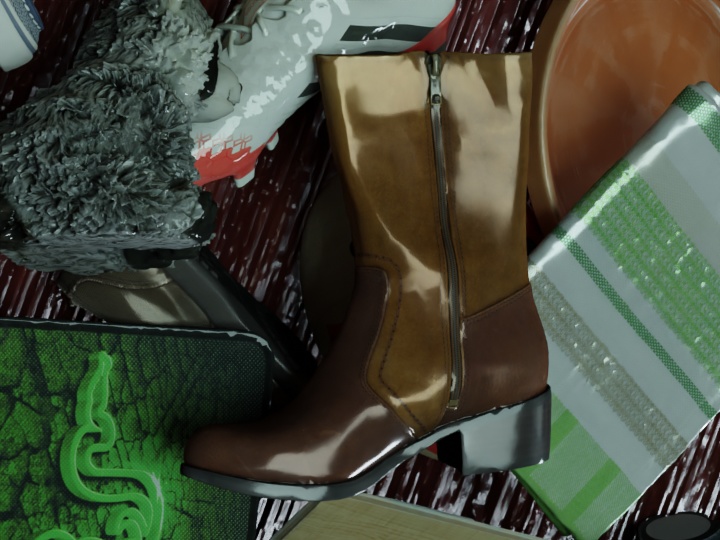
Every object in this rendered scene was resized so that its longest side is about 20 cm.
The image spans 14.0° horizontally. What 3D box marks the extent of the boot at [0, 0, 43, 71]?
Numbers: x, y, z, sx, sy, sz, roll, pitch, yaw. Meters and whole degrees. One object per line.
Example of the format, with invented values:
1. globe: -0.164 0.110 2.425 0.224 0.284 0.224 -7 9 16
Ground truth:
1. boot: -0.162 -0.191 1.285 0.090 0.073 0.200 -26 114 -5

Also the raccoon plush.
1. raccoon plush: -0.131 -0.076 1.266 0.200 0.097 0.134 11 73 -50

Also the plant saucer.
1. plant saucer: 0.153 -0.073 1.504 0.200 0.032 0.201 -1 91 -41

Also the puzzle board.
1. puzzle board: 0.024 0.166 1.473 0.200 0.017 0.151 16 134 -32

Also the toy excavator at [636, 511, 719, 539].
1. toy excavator: 0.271 0.186 1.560 0.194 0.200 0.100 -15 110 -26

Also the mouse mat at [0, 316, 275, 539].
1. mouse mat: -0.128 0.118 1.387 0.160 0.008 0.201 3 110 -11

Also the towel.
1. towel: 0.136 0.022 1.459 0.200 0.031 0.149 -45 120 -7

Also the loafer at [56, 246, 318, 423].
1. loafer: -0.073 0.043 1.413 0.071 0.073 0.200 -38 111 7

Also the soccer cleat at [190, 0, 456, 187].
1. soccer cleat: -0.040 -0.106 1.378 0.200 0.069 0.085 -31 135 -20

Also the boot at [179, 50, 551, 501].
1. boot: 0.000 0.000 1.351 0.188 0.068 0.201 -7 98 -14

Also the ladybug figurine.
1. ladybug figurine: 0.054 0.025 1.471 0.136 0.072 0.200 -51 121 -10
